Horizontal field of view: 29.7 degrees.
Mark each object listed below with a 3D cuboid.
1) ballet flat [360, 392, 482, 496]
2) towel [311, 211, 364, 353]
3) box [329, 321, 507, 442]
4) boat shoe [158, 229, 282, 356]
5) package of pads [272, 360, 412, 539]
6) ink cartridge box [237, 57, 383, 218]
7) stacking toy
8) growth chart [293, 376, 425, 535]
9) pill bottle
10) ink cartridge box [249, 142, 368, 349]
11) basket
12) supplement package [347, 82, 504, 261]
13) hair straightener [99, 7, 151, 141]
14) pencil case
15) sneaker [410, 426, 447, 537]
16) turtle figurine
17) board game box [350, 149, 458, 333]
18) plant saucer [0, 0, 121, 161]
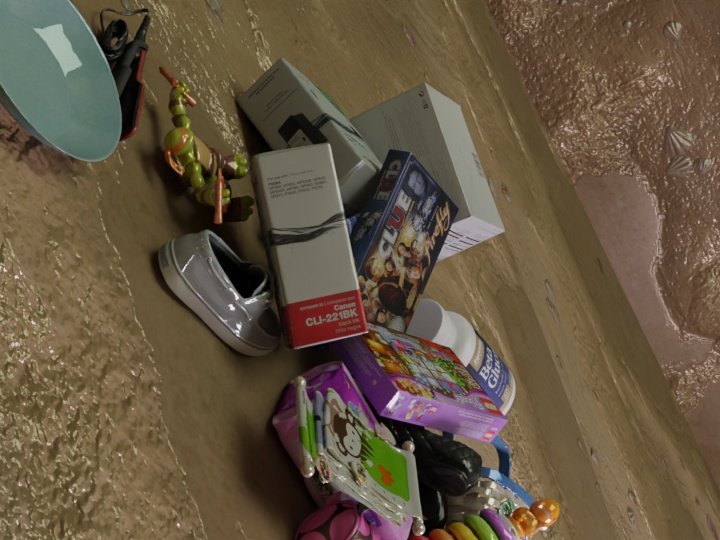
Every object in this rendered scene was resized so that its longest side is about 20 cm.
[{"bbox_3d":[0.045,0.191,1.540,0.199,0.067,0.057,30,35,9],"label":"ballet flat"},{"bbox_3d":[0.000,0.000,1.619,0.199,0.024,0.147,-25,120,-47],"label":"towel"},{"bbox_3d":[0.065,0.124,1.562,0.199,0.039,0.137,19,25,-45],"label":"box"},{"bbox_3d":[-0.124,0.024,1.384,0.201,0.071,0.071,45,28,-49],"label":"boat shoe"},{"bbox_3d":[-0.012,0.208,1.464,0.201,0.075,0.121,61,18,-14],"label":"package of pads"},{"bbox_3d":[-0.044,-0.147,1.681,0.201,0.083,0.146,54,11,29],"label":"ink cartridge box"},{"bbox_3d":[0.139,0.310,1.521,0.110,0.199,0.117,50,-16,39],"label":"stacking toy"},{"bbox_3d":[-0.001,0.184,1.365,0.199,0.018,0.146,36,29,-37],"label":"growth chart"},{"bbox_3d":[0.123,0.125,1.850,0.200,0.110,0.112,47,27,-43],"label":"pill bottle"},{"bbox_3d":[-0.057,-0.024,1.439,0.144,0.083,0.202,159,-81,-83],"label":"ink cartridge box"},{"bbox_3d":[0.144,0.281,1.685,0.176,0.138,0.202,41,41,-47],"label":"basket"},{"bbox_3d":[0.054,-0.108,1.806,0.147,0.198,0.193,17,53,-65],"label":"supplement package"},{"bbox_3d":[-0.245,-0.217,1.384,0.077,0.041,0.201,51,30,-34],"label":"hair straightener"},{"bbox_3d":[0.014,0.324,1.390,0.201,0.090,0.094,60,13,-24],"label":"pencil case"},{"bbox_3d":[0.050,0.210,1.586,0.090,0.069,0.202,87,-13,-59],"label":"sneaker"},{"bbox_3d":[-0.166,-0.106,1.433,0.201,0.064,0.161,64,9,26],"label":"turtle figurine"},{"bbox_3d":[0.039,-0.022,1.616,0.135,0.034,0.202,43,65,-49],"label":"board game box"},{"bbox_3d":[-0.293,-0.184,1.232,0.201,0.038,0.202,51,24,-34],"label":"plant saucer"}]
